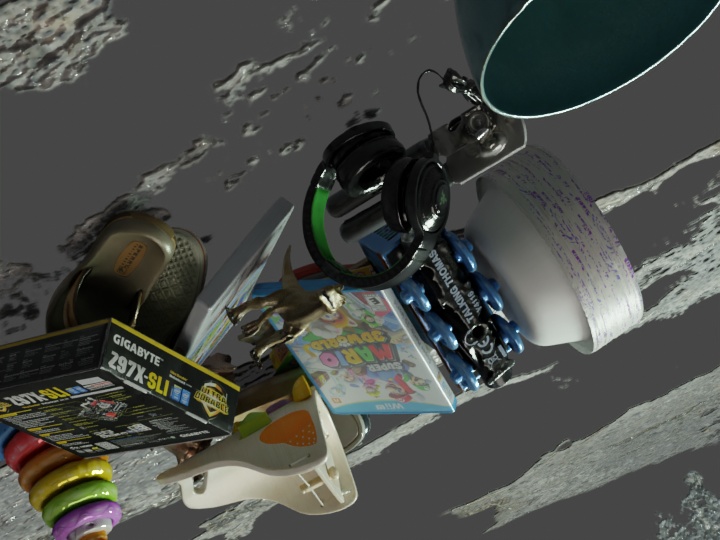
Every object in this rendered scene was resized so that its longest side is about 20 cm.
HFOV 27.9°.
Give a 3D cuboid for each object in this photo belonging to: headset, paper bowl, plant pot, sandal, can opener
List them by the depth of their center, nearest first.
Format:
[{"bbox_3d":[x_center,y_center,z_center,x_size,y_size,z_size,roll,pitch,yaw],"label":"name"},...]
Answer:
[{"bbox_3d":[0.142,-0.221,0.996,0.198,0.136,0.201,-23,158,-10],"label":"plant pot"},{"bbox_3d":[-0.213,0.030,1.212,0.079,0.054,0.200,20,134,-20],"label":"sandal"},{"bbox_3d":[0.034,-0.078,1.220,0.094,0.123,0.202,9,114,-59],"label":"headset"},{"bbox_3d":[0.063,-0.092,1.291,0.199,0.054,0.067,-30,-179,22],"label":"can opener"},{"bbox_3d":[0.175,-0.010,1.388,0.104,0.202,0.201,-32,158,-7],"label":"paper bowl"},{"bbox_3d":[-0.063,0.124,1.597,0.197,0.028,0.200,-19,172,-3],"label":"plant pot"}]

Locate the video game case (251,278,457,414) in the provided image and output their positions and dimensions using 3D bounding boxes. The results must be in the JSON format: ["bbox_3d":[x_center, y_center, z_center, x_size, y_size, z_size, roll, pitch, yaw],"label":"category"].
[{"bbox_3d":[-0.004,0.077,1.419,0.141,0.018,0.201,-4,139,27],"label":"video game case"}]

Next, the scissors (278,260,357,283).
[{"bbox_3d":[0.000,0.000,1.473,0.198,0.014,0.073,-14,154,-27],"label":"scissors"}]

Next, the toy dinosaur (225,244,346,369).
[{"bbox_3d":[-0.062,0.034,1.270,0.100,0.059,0.200,-30,-165,-10],"label":"toy dinosaur"}]

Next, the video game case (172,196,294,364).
[{"bbox_3d":[-0.129,0.036,1.306,0.144,0.018,0.201,-54,177,-38],"label":"video game case"}]

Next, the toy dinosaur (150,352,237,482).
[{"bbox_3d":[-0.168,0.132,1.484,0.134,0.086,0.200,-1,142,-46],"label":"toy dinosaur"}]

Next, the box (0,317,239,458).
[{"bbox_3d":[-0.227,0.106,1.245,0.198,0.050,0.159,-14,145,37],"label":"box"}]

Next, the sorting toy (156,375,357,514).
[{"bbox_3d":[-0.112,0.198,1.481,0.178,0.108,0.200,-20,158,1],"label":"sorting toy"}]

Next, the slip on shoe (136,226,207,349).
[{"bbox_3d":[-0.176,0.026,1.284,0.061,0.074,0.201,-54,173,-42],"label":"slip on shoe"}]

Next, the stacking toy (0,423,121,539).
[{"bbox_3d":[-0.274,0.224,1.405,0.109,0.202,0.116,2,144,-49],"label":"stacking toy"}]

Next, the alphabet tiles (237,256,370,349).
[{"bbox_3d":[-0.012,0.033,1.518,0.199,0.008,0.167,-31,161,16],"label":"alphabet tiles"}]

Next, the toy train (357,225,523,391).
[{"bbox_3d":[0.081,0.027,1.387,0.086,0.114,0.201,-38,121,-9],"label":"toy train"}]

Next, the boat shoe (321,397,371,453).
[{"bbox_3d":[-0.049,0.186,1.692,0.061,0.076,0.199,-11,171,-41],"label":"boat shoe"}]

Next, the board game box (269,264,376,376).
[{"bbox_3d":[-0.028,0.051,1.493,0.094,0.030,0.200,-16,157,-28],"label":"board game box"}]

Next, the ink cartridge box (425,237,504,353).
[{"bbox_3d":[0.119,0.015,1.534,0.198,0.067,0.116,-24,160,-31],"label":"ink cartridge box"}]
